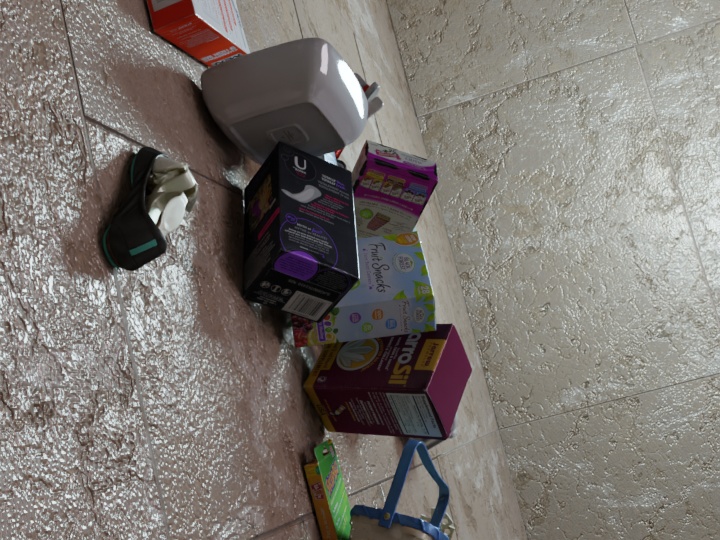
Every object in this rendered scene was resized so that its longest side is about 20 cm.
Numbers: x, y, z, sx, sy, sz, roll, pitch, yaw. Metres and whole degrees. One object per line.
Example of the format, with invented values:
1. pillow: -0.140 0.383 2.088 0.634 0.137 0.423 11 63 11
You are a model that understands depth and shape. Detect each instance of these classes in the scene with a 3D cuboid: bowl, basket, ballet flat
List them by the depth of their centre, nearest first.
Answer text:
1. ballet flat: -0.199 -0.068 0.994 0.201 0.068 0.068 -90 159 -54
2. basket: 0.061 0.345 1.312 0.201 0.138 0.177 -62 145 -27
3. bowl: -0.098 -0.210 1.337 0.200 0.198 0.075 47 35 -60

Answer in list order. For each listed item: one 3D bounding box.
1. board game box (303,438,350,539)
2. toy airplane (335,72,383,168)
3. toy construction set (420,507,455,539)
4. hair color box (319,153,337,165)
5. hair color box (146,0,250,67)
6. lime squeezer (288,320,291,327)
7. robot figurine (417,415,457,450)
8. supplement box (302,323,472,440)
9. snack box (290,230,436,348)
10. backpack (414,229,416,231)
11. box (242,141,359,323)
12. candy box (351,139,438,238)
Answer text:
1. board game box: -0.033 0.332 1.335 0.095 0.030 0.202 3 74 -78
2. toy airplane: -0.053 -0.255 1.686 0.201 0.140 0.200 -63 179 32
3. toy construction set: 0.091 0.459 1.616 0.200 0.091 0.133 0 74 -66
4. hair color box: -0.106 -0.237 1.553 0.060 0.099 0.202 26 49 -66
5. hair color box: -0.215 -0.344 1.295 0.200 0.063 0.112 11 62 -75
6. lime squeezer: -0.057 0.086 1.502 0.200 0.037 0.071 33 46 -50
7. robot figurine: 0.135 0.264 1.983 0.170 0.112 0.201 50 22 -24
8. supplement box: 0.040 0.154 1.412 0.131 0.198 0.104 -62 139 -42
9. snack box: -0.002 0.024 1.411 0.169 0.198 0.068 -100 -176 -56
10. backpack: 0.040 -0.105 1.997 0.201 0.125 0.168 -93 159 -57
11. box: -0.081 -0.051 1.316 0.121 0.106 0.201 21 43 -25
12. candy box: 0.037 -0.118 1.750 0.061 0.135 0.201 -91 -158 -50
